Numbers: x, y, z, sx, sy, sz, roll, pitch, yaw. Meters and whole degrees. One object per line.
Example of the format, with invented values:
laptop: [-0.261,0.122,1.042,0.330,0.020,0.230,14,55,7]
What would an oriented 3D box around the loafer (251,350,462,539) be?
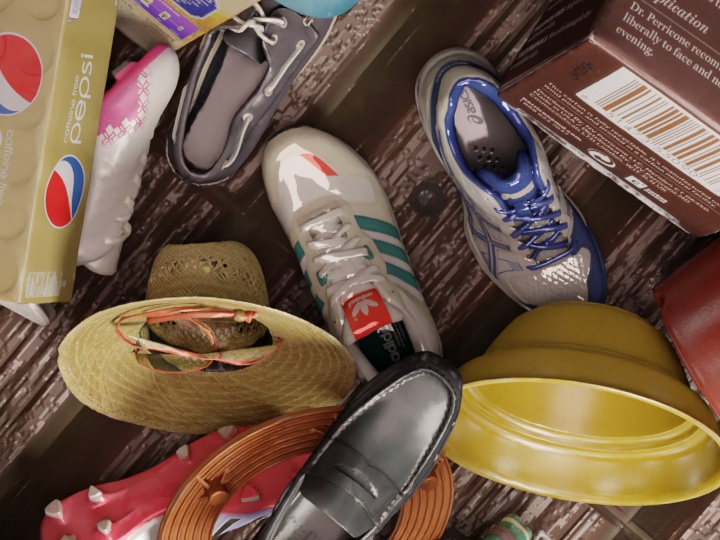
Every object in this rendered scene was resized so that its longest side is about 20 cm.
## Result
loafer: [-0.007,0.136,1.459,0.068,0.070,0.201,37,104,-4]

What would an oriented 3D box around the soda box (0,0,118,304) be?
soda box: [-0.203,-0.083,1.456,0.067,0.064,0.201,12,94,22]

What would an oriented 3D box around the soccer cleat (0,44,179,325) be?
soccer cleat: [-0.166,-0.051,1.519,0.086,0.070,0.200,42,105,-1]

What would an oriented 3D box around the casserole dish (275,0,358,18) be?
casserole dish: [-0.055,-0.243,1.474,0.200,0.039,0.121,35,77,-3]

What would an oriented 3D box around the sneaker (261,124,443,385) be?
sneaker: [0.000,0.001,1.524,0.070,0.093,0.200,-25,102,2]

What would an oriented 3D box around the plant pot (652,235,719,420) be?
plant pot: [0.302,0.022,1.502,0.195,0.201,0.201,-33,101,12]

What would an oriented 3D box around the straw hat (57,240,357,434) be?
straw hat: [-0.096,0.025,1.519,0.200,0.201,0.085,0,63,-3]

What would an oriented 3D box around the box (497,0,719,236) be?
box: [0.217,-0.153,1.436,0.166,0.164,0.200,35,75,-8]

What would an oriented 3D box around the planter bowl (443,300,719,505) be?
planter bowl: [0.143,0.075,1.530,0.199,0.201,0.084,15,65,-6]

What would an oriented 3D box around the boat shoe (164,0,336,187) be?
boat shoe: [-0.063,-0.142,1.507,0.072,0.063,0.201,27,98,-5]

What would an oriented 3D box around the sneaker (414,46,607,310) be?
sneaker: [0.094,-0.045,1.523,0.075,0.088,0.200,-32,103,2]

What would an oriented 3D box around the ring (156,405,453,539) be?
ring: [-0.033,0.167,1.545,0.199,0.019,0.201,-12,131,-14]

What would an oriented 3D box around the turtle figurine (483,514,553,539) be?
turtle figurine: [0.072,0.222,1.491,0.199,0.101,0.150,4,78,25]

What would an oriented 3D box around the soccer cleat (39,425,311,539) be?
soccer cleat: [-0.113,0.156,1.571,0.199,0.077,0.067,-19,58,-3]

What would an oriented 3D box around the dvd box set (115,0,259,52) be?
dvd box set: [-0.115,-0.210,1.427,0.146,0.200,0.029,38,54,-22]
